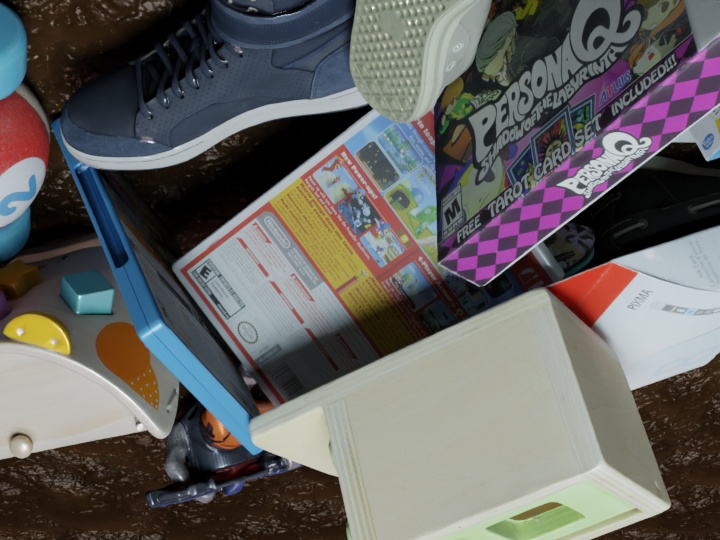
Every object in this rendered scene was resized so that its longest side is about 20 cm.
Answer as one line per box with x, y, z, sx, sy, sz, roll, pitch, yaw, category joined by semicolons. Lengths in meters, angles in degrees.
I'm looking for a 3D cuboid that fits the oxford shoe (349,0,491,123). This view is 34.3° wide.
0.038;-0.146;0.545;0.075;0.058;0.200;43;155;13;oxford shoe

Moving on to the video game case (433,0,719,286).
0.108;-0.116;0.570;0.036;0.183;0.200;24;137;-26;video game case

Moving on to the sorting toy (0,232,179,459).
-0.216;0.035;0.770;0.198;0.181;0.108;-13;120;13;sorting toy

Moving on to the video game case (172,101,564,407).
0.000;0.000;0.697;0.199;0.017;0.144;-35;96;23;video game case

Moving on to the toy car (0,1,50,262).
-0.274;-0.027;0.660;0.175;0.202;0.185;6;143;-11;toy car

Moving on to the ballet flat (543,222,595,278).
0.044;-0.003;0.726;0.199;0.073;0.072;-21;140;18;ballet flat

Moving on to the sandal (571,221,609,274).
0.185;0.021;0.871;0.199;0.045;0.075;29;135;-34;sandal

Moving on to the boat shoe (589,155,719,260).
0.252;-0.030;0.789;0.198;0.068;0.072;3;144;-9;boat shoe

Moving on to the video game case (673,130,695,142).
0.208;-0.132;0.622;0.181;0.024;0.200;-7;155;-44;video game case

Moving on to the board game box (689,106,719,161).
0.270;-0.135;0.599;0.133;0.034;0.200;-17;160;-23;board game box

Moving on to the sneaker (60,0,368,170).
-0.086;-0.130;0.620;0.200;0.078;0.146;-17;153;4;sneaker

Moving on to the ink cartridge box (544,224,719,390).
0.162;0.039;0.723;0.198;0.048;0.160;-18;159;-20;ink cartridge box

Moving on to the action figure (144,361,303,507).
-0.088;0.124;0.992;0.199;0.106;0.193;-9;161;-39;action figure

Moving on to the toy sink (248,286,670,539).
0.055;0.115;0.666;0.199;0.113;0.130;-25;150;19;toy sink

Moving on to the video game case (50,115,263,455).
-0.124;0.006;0.720;0.018;0.201;0.143;-33;139;1;video game case
